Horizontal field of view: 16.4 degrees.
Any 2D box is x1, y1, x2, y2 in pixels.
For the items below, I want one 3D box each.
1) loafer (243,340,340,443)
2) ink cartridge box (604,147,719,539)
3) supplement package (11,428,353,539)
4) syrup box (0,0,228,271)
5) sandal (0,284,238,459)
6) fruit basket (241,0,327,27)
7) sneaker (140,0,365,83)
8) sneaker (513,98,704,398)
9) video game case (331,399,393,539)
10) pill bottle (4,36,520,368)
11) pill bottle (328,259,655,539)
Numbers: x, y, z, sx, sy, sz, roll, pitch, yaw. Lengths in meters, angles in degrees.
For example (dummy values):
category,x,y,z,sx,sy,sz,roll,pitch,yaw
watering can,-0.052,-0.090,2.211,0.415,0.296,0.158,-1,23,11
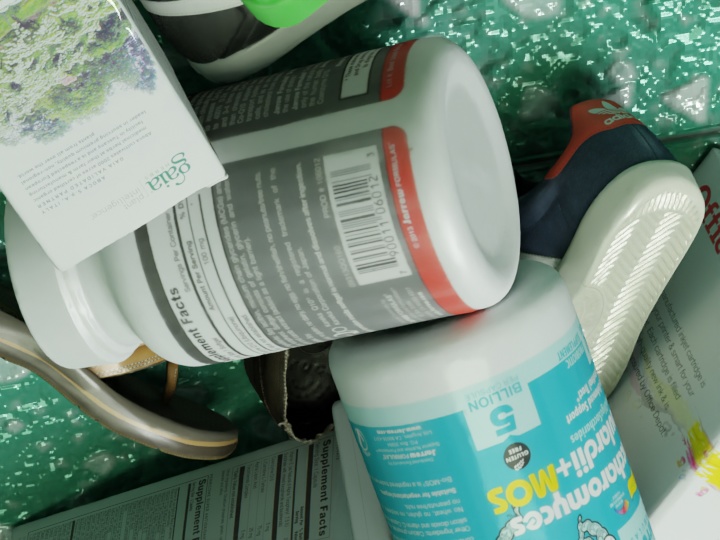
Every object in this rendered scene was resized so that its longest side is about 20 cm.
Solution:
category,x,y,z,sx,sy,sz,roll,pitch,yaw
loafer,0.000,0.000,1.155,0.073,0.071,0.200,4,127,-17
ink cartridge box,0.190,0.075,1.214,0.146,0.147,0.200,20,121,-26
supplement package,-0.057,0.199,1.222,0.200,0.151,0.152,-19,131,20
syrup box,-0.133,-0.101,0.950,0.079,0.082,0.200,-30,134,1
sandal,-0.129,0.029,1.158,0.200,0.082,0.055,35,91,-26
fruit basket,-0.025,-0.209,0.936,0.155,0.216,0.216,-39,127,17
sneaker,-0.019,-0.165,1.018,0.200,0.073,0.112,-35,129,16
sneaker,0.089,0.004,1.175,0.075,0.085,0.200,2,134,-36
video game case,0.050,0.172,1.190,0.022,0.201,0.182,-18,158,23
pill bottle,-0.042,-0.023,1.060,0.200,0.116,0.116,-12,132,19
pill bottle,0.068,0.104,1.103,0.111,0.111,0.200,-20,103,2
